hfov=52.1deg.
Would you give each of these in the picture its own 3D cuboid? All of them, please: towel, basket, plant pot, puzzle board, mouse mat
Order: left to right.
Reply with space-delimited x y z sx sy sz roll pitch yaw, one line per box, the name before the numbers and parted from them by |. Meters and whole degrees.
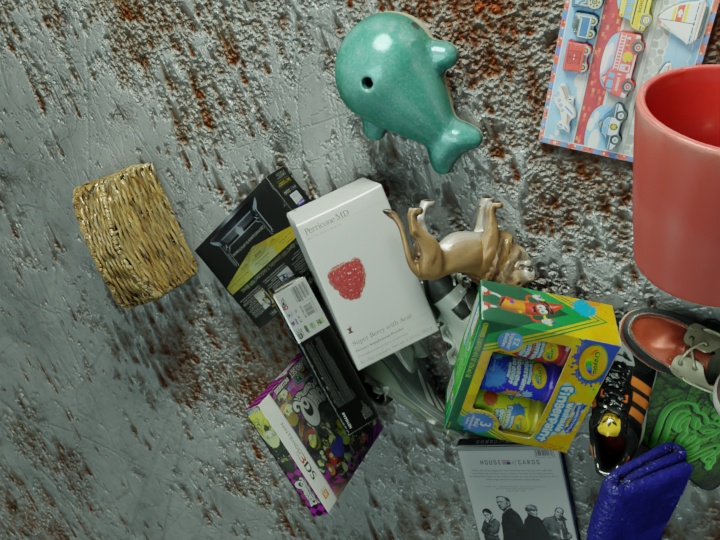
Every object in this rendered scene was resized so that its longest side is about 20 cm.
basket | -0.377 -0.044 1.150 0.147 0.143 0.203 -11 109 31
puzzle board | 0.279 -0.218 0.778 0.148 0.017 0.203 17 122 21
towel | 0.347 0.324 0.936 0.049 0.146 0.203 39 135 46
mouse mat | 0.426 0.169 0.899 0.160 0.008 0.201 36 127 8
plant pot | 0.353 -0.077 0.712 0.197 0.201 0.180 14 129 22

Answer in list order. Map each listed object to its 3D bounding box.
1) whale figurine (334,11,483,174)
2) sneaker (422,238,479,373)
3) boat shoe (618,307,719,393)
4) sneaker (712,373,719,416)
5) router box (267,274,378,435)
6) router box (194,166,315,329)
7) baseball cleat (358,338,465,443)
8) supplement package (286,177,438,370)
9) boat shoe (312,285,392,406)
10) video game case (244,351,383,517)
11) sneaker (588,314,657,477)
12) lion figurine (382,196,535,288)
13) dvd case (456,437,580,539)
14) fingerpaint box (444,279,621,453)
whale figurine | 0.052 -0.201 0.857 0.158 0.104 0.201 -37 94 36
sneaker | 0.139 0.042 0.958 0.087 0.074 0.203 -11 117 26
boat shoe | 0.390 0.102 0.830 0.198 0.063 0.072 30 93 10
sneaker | 0.424 0.066 0.736 0.074 0.115 0.204 16 88 10
router box | -0.053 0.105 0.975 0.050 0.149 0.203 -28 95 -7
router box | -0.131 -0.028 1.077 0.199 0.052 0.158 -37 94 37
baseball cleat | 0.091 0.159 1.040 0.199 0.108 0.069 36 163 -26
supplement package | 0.000 0.000 0.951 0.120 0.120 0.203 -25 105 -5
boat shoe | -0.013 0.108 1.076 0.202 0.061 0.072 48 127 -1
video game case | -0.060 0.219 1.073 0.035 0.200 0.183 -25 100 34
sneaker | 0.316 0.158 0.896 0.069 0.090 0.204 9 116 29
lion figurine | 0.119 -0.022 0.891 0.196 0.072 0.125 -3 104 -14
dvd case | 0.231 0.331 1.066 0.148 0.025 0.203 -7 111 24
fingerpaint box | 0.204 0.124 0.909 0.163 0.074 0.202 11 130 0
